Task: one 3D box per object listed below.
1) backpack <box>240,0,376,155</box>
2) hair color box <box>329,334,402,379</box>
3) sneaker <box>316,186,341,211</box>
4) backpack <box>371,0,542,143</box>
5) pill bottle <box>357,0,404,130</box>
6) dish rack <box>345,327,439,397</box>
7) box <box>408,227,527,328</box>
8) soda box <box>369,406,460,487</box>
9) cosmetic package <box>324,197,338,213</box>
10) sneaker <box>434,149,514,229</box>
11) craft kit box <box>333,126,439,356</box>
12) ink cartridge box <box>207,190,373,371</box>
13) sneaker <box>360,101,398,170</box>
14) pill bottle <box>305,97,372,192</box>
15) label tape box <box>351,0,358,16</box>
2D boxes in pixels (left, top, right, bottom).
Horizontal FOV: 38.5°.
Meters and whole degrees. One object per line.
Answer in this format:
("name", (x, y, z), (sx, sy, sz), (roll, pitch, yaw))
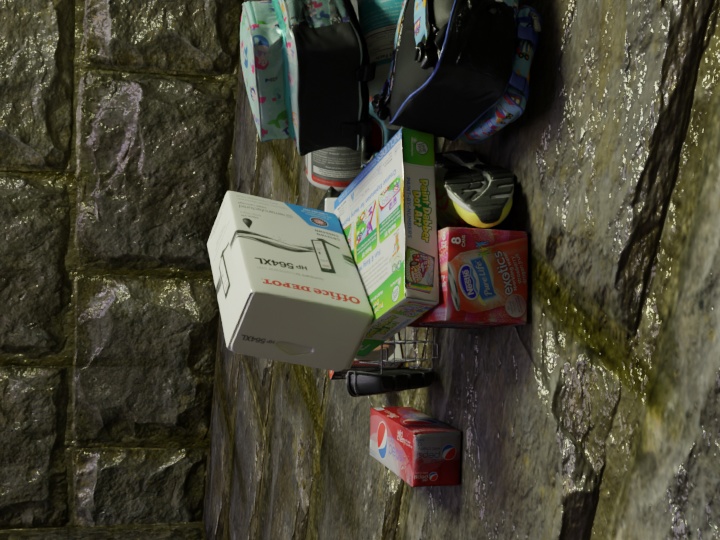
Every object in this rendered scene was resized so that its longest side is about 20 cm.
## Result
("backpack", (-0.063, -0.247, 1.189), (0.201, 0.150, 0.178), (-95, 4, -46))
("hair color box", (-0.004, 0.062, 1.545), (0.061, 0.101, 0.201), (113, 153, -54))
("sneaker", (-0.022, -0.072, 1.590), (0.076, 0.090, 0.200), (-63, -9, -2))
("backpack", (0.109, -0.255, 1.088), (0.183, 0.134, 0.201), (142, 141, -69))
("pill bottle", (0.055, -0.272, 1.222), (0.111, 0.110, 0.201), (164, 102, -74))
("dish rack", (0.046, 0.056, 1.295), (0.054, 0.153, 0.201), (0, 88, 31))
("box", (0.105, 0.013, 1.150), (0.200, 0.095, 0.100), (165, 107, -74))
("soda box", (0.067, 0.226, 1.337), (0.200, 0.063, 0.070), (-175, 87, -76))
("cosmetic package", (0.004, -0.043, 1.435), (0.200, 0.071, 0.102), (13, -102, -80))
("sneaker", (0.123, -0.074, 1.159), (0.200, 0.078, 0.091), (-114, 20, -69))
("craft kit box", (0.024, -0.026, 1.155), (0.200, 0.048, 0.198), (139, 138, -59))
("ink cartridge box", (-0.083, 0.009, 1.156), (0.085, 0.145, 0.200), (-65, 28, 28))
("sneaker", (0.035, -0.128, 1.349), (0.078, 0.090, 0.201), (-23, 83, 44))
("pill bottle", (-0.028, -0.232, 1.588), (0.116, 0.115, 0.201), (-112, 20, -56))
("label tape box", (-0.049, -0.407, 1.392), (0.143, 0.066, 0.201), (166, 91, -83))
